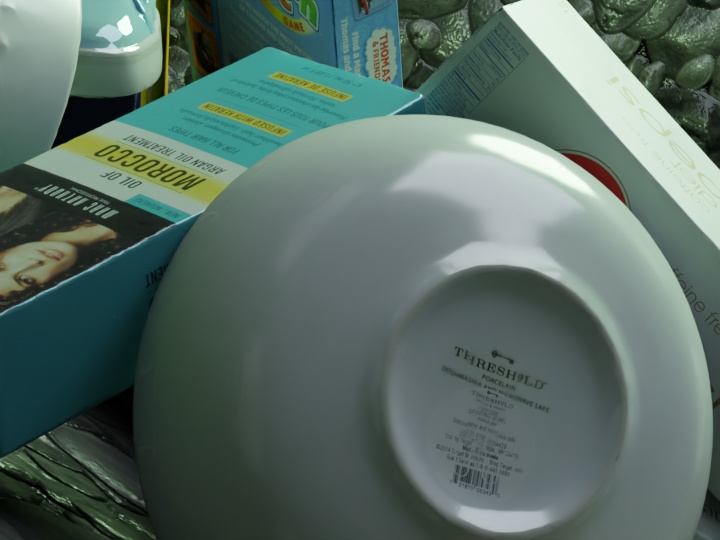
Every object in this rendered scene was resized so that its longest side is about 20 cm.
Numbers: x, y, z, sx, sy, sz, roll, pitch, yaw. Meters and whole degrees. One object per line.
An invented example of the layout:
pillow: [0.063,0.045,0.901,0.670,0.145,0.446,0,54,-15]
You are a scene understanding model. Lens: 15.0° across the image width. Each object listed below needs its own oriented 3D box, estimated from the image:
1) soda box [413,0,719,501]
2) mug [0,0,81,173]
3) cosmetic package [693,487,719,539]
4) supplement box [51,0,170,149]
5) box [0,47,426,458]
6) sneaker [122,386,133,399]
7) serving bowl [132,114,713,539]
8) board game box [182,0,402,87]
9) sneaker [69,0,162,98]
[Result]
soda box: [0.104,-0.004,0.966,0.200,0.064,0.068,49,23,5]
mug: [-0.208,-0.067,0.961,0.175,0.148,0.200,22,39,-32]
cosmetic package: [0.051,0.063,1.025,0.199,0.123,0.200,32,26,-15]
supplement box: [-0.143,-0.089,1.196,0.109,0.110,0.200,4,27,-2]
box: [-0.073,-0.012,0.911,0.082,0.049,0.200,20,37,40]
sneaker: [-0.098,0.033,1.167,0.106,0.075,0.200,13,16,-14]
serving bowl: [0.032,0.045,0.862,0.200,0.200,0.066,32,-19,-17]
board game box: [-0.032,-0.093,1.216,0.151,0.037,0.200,45,-30,44]
sneaker: [-0.115,-0.137,1.087,0.074,0.082,0.200,-1,29,-9]
